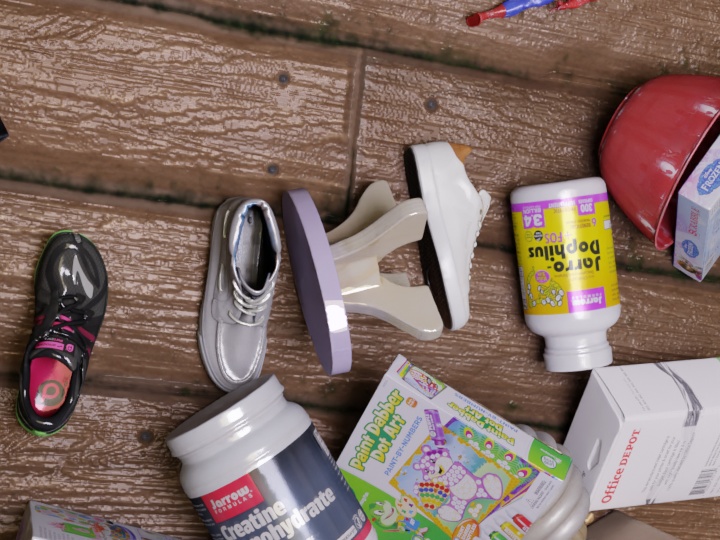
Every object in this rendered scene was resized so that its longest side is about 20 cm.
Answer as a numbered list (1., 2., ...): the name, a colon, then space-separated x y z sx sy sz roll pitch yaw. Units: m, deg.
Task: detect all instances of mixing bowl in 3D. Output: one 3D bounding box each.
1. mixing bowl: 0.328 -0.134 1.308 0.108 0.200 0.200 32 79 22

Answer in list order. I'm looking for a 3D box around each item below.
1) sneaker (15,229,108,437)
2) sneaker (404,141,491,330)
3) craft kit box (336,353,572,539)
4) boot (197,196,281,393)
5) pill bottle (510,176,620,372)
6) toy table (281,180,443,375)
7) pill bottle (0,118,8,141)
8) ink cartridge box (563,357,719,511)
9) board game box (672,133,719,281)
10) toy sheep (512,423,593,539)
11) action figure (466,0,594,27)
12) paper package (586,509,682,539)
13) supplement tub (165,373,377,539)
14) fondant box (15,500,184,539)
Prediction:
1. sneaker: -0.282 0.062 1.159 0.076 0.084 0.201 7 89 -18
2. sneaker: 0.107 -0.039 1.283 0.084 0.073 0.201 -10 92 -14
3. craft kit box: 0.076 0.210 1.201 0.197 0.049 0.200 32 124 8
4. boot: -0.119 0.026 1.202 0.073 0.096 0.201 -1 91 -17
5. pill bottle: 0.223 0.004 1.304 0.104 0.104 0.201 -9 93 -17
6. toy table: 0.000 0.000 1.206 0.117 0.184 0.201 -12 71 -13
7. pill bottle: -0.406 -0.195 1.103 0.112 0.112 0.201 -29 99 -15
8. ink cartridge box: 0.334 0.176 1.314 0.199 0.084 0.146 -2 129 -19
9. board game box: 0.414 -0.109 1.322 0.041 0.200 0.200 34 78 23
10. toy sheep: 0.167 0.226 1.274 0.200 0.138 0.138 44 79 -13
11. action figure: 0.210 -0.314 1.327 0.199 0.052 0.066 -17 92 -19
12. paper package: 0.253 0.358 1.272 0.199 0.191 0.104 -27 98 -14
13. supplement tub: -0.086 0.217 1.172 0.140 0.140 0.200 -31 94 -14
14. fondant box: -0.225 0.284 1.148 0.199 0.144 0.058 20 87 -16
